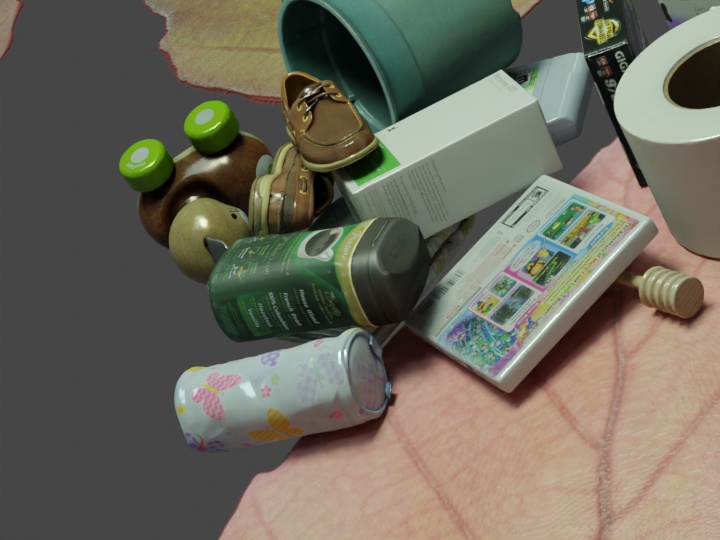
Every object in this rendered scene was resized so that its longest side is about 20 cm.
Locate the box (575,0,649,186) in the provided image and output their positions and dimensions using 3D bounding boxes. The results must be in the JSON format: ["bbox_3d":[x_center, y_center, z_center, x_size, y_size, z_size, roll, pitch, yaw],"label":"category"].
[{"bbox_3d":[0.255,-0.202,1.744,0.046,0.159,0.200,-19,34,15],"label":"box"}]

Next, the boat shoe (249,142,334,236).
[{"bbox_3d":[-0.060,-0.080,1.829,0.067,0.072,0.200,6,20,9],"label":"boat shoe"}]

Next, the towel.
[{"bbox_3d":[0.000,0.000,1.789,0.171,0.048,0.200,10,51,42],"label":"towel"}]

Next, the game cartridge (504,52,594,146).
[{"bbox_3d":[0.144,-0.161,1.897,0.200,0.040,0.133,-12,41,28],"label":"game cartridge"}]

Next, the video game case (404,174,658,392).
[{"bbox_3d":[0.152,0.007,1.638,0.200,0.024,0.182,-46,30,-8],"label":"video game case"}]

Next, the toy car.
[{"bbox_3d":[-0.141,-0.045,1.870,0.158,0.164,0.200,-31,42,1],"label":"toy car"}]

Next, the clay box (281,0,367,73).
[{"bbox_3d":[0.006,-0.253,1.978,0.115,0.200,0.048,-38,30,-10],"label":"clay box"}]

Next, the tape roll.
[{"bbox_3d":[0.342,-0.126,1.589,0.203,0.139,0.203,-22,33,15],"label":"tape roll"}]

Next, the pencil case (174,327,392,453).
[{"bbox_3d":[-0.074,0.111,1.662,0.200,0.083,0.091,-16,51,25],"label":"pencil case"}]

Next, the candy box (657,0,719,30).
[{"bbox_3d":[0.372,-0.285,1.721,0.168,0.200,0.072,-11,38,28],"label":"candy box"}]

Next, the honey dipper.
[{"bbox_3d":[0.226,0.002,1.609,0.038,0.038,0.200,-43,32,-17],"label":"honey dipper"}]

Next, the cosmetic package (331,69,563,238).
[{"bbox_3d":[0.082,-0.104,1.750,0.200,0.085,0.108,-29,27,-5],"label":"cosmetic package"}]

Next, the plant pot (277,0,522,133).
[{"bbox_3d":[0.051,-0.237,1.877,0.196,0.200,0.200,-31,30,-23],"label":"plant pot"}]

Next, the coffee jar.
[{"bbox_3d":[-0.036,0.009,1.685,0.200,0.085,0.104,-8,30,29],"label":"coffee jar"}]

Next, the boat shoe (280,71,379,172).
[{"bbox_3d":[-0.040,-0.149,1.768,0.072,0.068,0.200,-29,23,-7],"label":"boat shoe"}]
